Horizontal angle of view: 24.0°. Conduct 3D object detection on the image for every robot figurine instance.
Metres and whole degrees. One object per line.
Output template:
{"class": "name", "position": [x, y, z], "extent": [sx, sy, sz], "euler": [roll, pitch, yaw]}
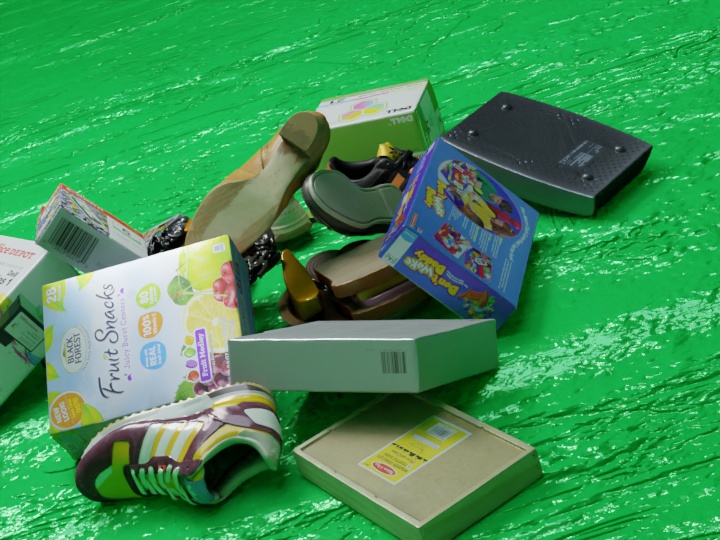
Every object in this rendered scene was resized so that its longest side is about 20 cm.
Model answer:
{"class": "robot figurine", "position": [-0.164, 0.019, 1.745], "extent": [0.144, 0.059, 0.201], "euler": [6, 45, 15]}

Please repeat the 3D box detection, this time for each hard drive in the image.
{"class": "hard drive", "position": [0.199, -0.125, 1.828], "extent": [0.199, 0.043, 0.135], "euler": [24, 45, 31]}

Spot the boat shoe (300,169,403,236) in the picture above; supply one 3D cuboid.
{"class": "boat shoe", "position": [-0.015, -0.061, 1.774], "extent": [0.057, 0.067, 0.199], "euler": [-29, -16, 25]}

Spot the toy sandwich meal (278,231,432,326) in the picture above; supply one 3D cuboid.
{"class": "toy sandwich meal", "position": [0.000, 0.000, 1.726], "extent": [0.203, 0.071, 0.206], "euler": [-15, 25, 7]}

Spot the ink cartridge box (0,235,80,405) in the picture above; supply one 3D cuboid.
{"class": "ink cartridge box", "position": [-0.395, 0.063, 1.781], "extent": [0.144, 0.084, 0.200], "euler": [9, 53, 52]}

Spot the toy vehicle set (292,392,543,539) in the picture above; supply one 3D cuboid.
{"class": "toy vehicle set", "position": [0.044, 0.160, 1.414], "extent": [0.124, 0.027, 0.200], "euler": [-30, 27, -23]}

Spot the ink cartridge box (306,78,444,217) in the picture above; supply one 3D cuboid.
{"class": "ink cartridge box", "position": [0.009, -0.147, 2.019], "extent": [0.146, 0.076, 0.200], "euler": [-10, 24, 18]}

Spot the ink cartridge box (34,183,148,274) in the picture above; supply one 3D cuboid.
{"class": "ink cartridge box", "position": [-0.284, -0.040, 1.788], "extent": [0.051, 0.109, 0.200], "euler": [-56, 15, 6]}

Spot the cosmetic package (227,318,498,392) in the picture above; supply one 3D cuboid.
{"class": "cosmetic package", "position": [0.003, 0.076, 1.526], "extent": [0.198, 0.052, 0.150], "euler": [-2, 6, 33]}

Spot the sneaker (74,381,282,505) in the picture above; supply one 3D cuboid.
{"class": "sneaker", "position": [-0.163, 0.169, 1.483], "extent": [0.199, 0.075, 0.090], "euler": [-25, 39, 12]}

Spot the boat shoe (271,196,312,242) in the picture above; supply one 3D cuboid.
{"class": "boat shoe", "position": [-0.118, -0.084, 1.981], "extent": [0.072, 0.065, 0.200], "euler": [-27, 20, -17]}

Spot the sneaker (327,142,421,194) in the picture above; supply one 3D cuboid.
{"class": "sneaker", "position": [0.054, -0.101, 1.875], "extent": [0.198, 0.091, 0.070], "euler": [-8, 26, 21]}

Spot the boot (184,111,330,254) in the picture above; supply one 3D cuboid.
{"class": "boot", "position": [-0.097, -0.078, 1.747], "extent": [0.202, 0.071, 0.144], "euler": [-51, -6, 0]}

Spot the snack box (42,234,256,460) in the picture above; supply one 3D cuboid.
{"class": "snack box", "position": [-0.201, 0.074, 1.626], "extent": [0.198, 0.068, 0.170], "euler": [-16, 58, 8]}

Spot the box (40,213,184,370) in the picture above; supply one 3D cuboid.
{"class": "box", "position": [-0.267, 0.024, 1.855], "extent": [0.136, 0.040, 0.200], "euler": [-26, 20, 25]}

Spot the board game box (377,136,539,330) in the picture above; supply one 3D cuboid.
{"class": "board game box", "position": [0.101, -0.036, 1.659], "extent": [0.045, 0.134, 0.200], "euler": [-50, 8, 30]}

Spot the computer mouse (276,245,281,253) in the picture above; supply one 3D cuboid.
{"class": "computer mouse", "position": [-0.187, 0.011, 1.861], "extent": [0.139, 0.046, 0.200], "euler": [-2, 29, 29]}
